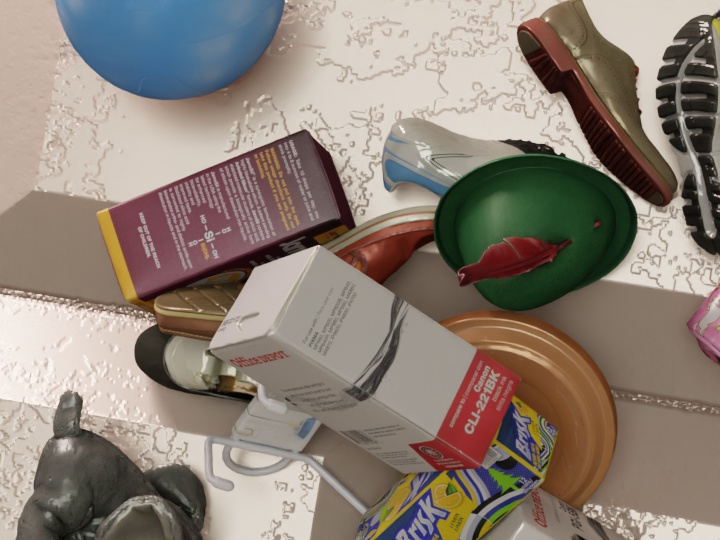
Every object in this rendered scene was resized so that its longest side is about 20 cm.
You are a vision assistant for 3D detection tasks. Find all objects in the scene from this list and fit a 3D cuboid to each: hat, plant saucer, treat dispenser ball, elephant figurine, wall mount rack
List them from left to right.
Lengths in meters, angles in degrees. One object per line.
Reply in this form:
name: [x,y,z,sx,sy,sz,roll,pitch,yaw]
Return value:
elephant figurine: [-0.189,0.226,1.739,0.199,0.156,0.142,18,52,-1]
treat dispenser ball: [-0.164,-0.247,1.738,0.199,0.201,0.202,-1,83,8]
wall mount rack: [-0.031,0.145,1.703,0.173,0.200,0.075,14,45,-23]
plant saucer: [0.115,0.131,1.694,0.199,0.032,0.202,5,114,11]
hat: [0.137,0.019,1.641,0.199,0.166,0.177,15,44,-16]

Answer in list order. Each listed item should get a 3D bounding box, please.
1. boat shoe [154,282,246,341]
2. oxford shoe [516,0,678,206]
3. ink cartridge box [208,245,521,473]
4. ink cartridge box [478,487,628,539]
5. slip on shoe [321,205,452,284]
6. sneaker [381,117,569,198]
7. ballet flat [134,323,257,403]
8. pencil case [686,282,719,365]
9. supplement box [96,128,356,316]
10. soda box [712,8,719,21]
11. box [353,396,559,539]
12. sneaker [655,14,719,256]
boat shoe: [-0.075,0.054,1.698,0.198,0.072,0.068,5,109,-4]
oxford shoe: [0.221,-0.149,1.741,0.075,0.070,0.201,-35,88,-15]
ink cartridge box: [0.001,0.073,1.572,0.199,0.144,0.084,32,72,-17]
ink cartridge box: [0.187,0.261,1.631,0.199,0.147,0.083,31,99,-6]
slip on shoe: [0.000,0.000,1.750,0.199,0.074,0.062,-26,72,10]
sneaker: [0.115,-0.077,1.755,0.199,0.072,0.073,15,120,3]
ballet flat: [-0.108,0.082,1.760,0.199,0.068,0.069,11,87,9]
pencil case: [0.365,0.004,1.695,0.086,0.083,0.200,41,90,-7]
supplement box: [-0.112,-0.039,1.752,0.199,0.110,0.086,-21,79,6]
soda box: [0.384,-0.159,1.720,0.200,0.063,0.071,44,92,11]
box: [0.073,0.185,1.645,0.064,0.070,0.200,37,126,-10]
sneaker: [0.311,-0.119,1.709,0.090,0.078,0.201,-17,105,-28]
